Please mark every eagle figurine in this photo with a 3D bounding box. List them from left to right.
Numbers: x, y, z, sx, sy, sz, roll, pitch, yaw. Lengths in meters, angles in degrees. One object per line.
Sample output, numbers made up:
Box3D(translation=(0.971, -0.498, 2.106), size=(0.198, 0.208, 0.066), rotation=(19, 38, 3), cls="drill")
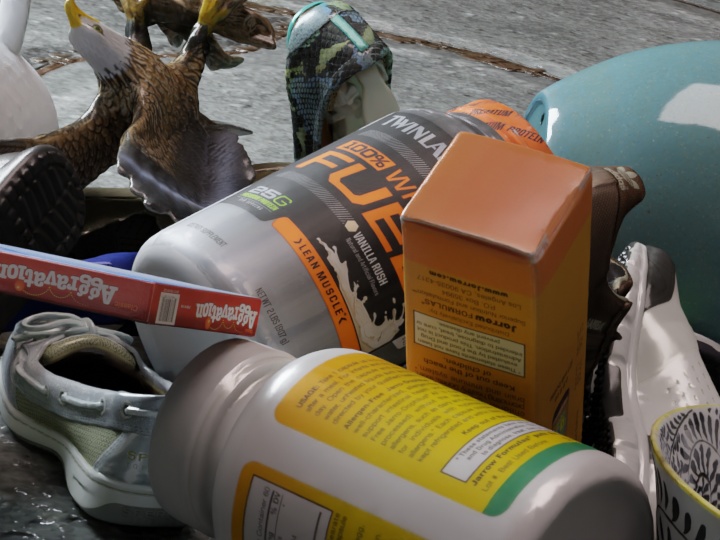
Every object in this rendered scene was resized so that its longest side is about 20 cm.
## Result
Box3D(translation=(-0.124, -0.077, 1.468), size=(0.150, 0.152, 0.201), rotation=(29, 51, -15), cls="eagle figurine")

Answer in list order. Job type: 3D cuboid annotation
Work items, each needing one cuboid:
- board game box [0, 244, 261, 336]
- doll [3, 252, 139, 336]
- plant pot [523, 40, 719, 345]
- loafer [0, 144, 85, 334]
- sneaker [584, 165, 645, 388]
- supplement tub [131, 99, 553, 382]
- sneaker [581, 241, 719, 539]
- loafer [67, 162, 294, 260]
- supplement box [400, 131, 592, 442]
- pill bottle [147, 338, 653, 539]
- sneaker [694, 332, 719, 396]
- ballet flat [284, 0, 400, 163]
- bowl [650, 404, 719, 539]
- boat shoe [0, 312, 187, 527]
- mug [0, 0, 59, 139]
Box3D(translation=(-0.152, -0.001, 1.178), size=(0.199, 0.020, 0.103), rotation=(11, -1, 24), cls="board game box")
Box3D(translation=(-0.101, 0.014, 1.411), size=(0.198, 0.049, 0.137), rotation=(1, -22, -7), cls="doll")
Box3D(translation=(0.151, -0.037, 1.501), size=(0.134, 0.201, 0.200), rotation=(13, 15, -9), cls="plant pot")
Box3D(translation=(-0.209, 0.015, 1.307), size=(0.071, 0.073, 0.200), rotation=(1, 34, 39), cls="loafer")
Box3D(translation=(0.094, 0.032, 1.280), size=(0.075, 0.201, 0.071), rotation=(-22, 56, -19), cls="sneaker")
Box3D(translation=(0.000, 0.000, 1.329), size=(0.199, 0.123, 0.122), rotation=(-29, 34, -27), cls="supplement tub")
Box3D(translation=(0.142, 0.070, 1.322), size=(0.079, 0.074, 0.201), rotation=(17, 45, -11), cls="sneaker")
Box3D(translation=(-0.090, -0.010, 1.525), size=(0.198, 0.077, 0.068), rotation=(-7, 27, -2), cls="loafer")
Box3D(translation=(0.059, 0.042, 1.192), size=(0.068, 0.201, 0.067), rotation=(15, 44, 21), cls="supplement box")
Box3D(translation=(0.011, 0.098, 1.135), size=(0.199, 0.114, 0.112), rotation=(21, 19, 36), cls="pill bottle")
Box3D(translation=(0.098, 0.041, 1.432), size=(0.198, 0.072, 0.083), rotation=(6, 30, -14), cls="sneaker")
Box3D(translation=(-0.003, -0.059, 1.568), size=(0.074, 0.201, 0.075), rotation=(-6, 44, 6), cls="ballet flat")
Box3D(translation=(0.196, 0.139, 1.115), size=(0.199, 0.095, 0.201), rotation=(18, 16, -5), cls="bowl")
Box3D(translation=(-0.119, 0.056, 1.287), size=(0.074, 0.065, 0.202), rotation=(4, 16, -20), cls="boat shoe")
Box3D(translation=(-0.247, -0.099, 1.511), size=(0.147, 0.201, 0.175), rotation=(38, 21, 34), cls="mug")
